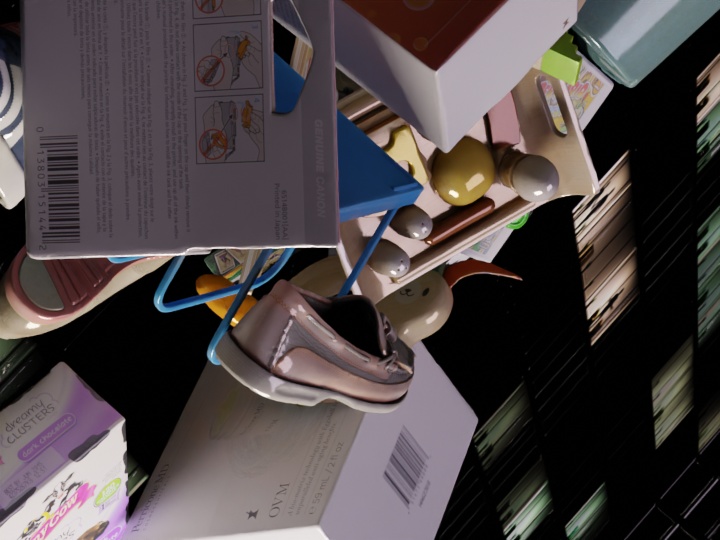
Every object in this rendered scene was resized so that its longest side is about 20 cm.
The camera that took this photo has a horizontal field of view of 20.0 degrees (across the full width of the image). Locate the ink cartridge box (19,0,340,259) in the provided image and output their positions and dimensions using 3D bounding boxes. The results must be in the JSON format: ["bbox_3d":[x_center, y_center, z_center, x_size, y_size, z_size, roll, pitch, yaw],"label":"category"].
[{"bbox_3d":[-0.091,-0.108,1.067,0.045,0.175,0.202,-5,94,-74],"label":"ink cartridge box"}]

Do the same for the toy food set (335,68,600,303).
[{"bbox_3d":[0.061,-0.070,1.396,0.199,0.060,0.144,-30,115,-17],"label":"toy food set"}]

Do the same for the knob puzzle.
[{"bbox_3d":[-0.061,-0.089,1.388,0.220,0.030,0.221,-167,-90,-89],"label":"knob puzzle"}]

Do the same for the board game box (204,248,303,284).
[{"bbox_3d":[-0.019,-0.052,1.514,0.199,0.024,0.105,-33,170,5],"label":"board game box"}]

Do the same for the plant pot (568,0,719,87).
[{"bbox_3d":[0.217,-0.259,1.541,0.196,0.200,0.200,-46,159,5],"label":"plant pot"}]

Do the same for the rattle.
[{"bbox_3d":[0.000,0.000,1.478,0.199,0.131,0.143,-23,120,13],"label":"rattle"}]

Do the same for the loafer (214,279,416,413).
[{"bbox_3d":[-0.010,0.042,1.210,0.063,0.072,0.200,-57,156,13],"label":"loafer"}]

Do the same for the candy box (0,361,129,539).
[{"bbox_3d":[-0.250,0.187,1.479,0.168,0.071,0.201,-40,156,-28],"label":"candy box"}]

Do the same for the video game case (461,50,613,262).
[{"bbox_3d":[0.118,-0.094,1.591,0.183,0.023,0.200,-55,160,6],"label":"video game case"}]

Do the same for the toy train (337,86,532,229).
[{"bbox_3d":[0.046,-0.080,1.442,0.199,0.042,0.057,17,106,-29],"label":"toy train"}]

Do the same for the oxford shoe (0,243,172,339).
[{"bbox_3d":[-0.168,-0.019,1.348,0.200,0.071,0.074,-32,177,-40],"label":"oxford shoe"}]

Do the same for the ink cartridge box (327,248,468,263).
[{"bbox_3d":[0.071,-0.077,1.675,0.200,0.084,0.145,-41,157,-28],"label":"ink cartridge box"}]

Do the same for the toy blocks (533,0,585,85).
[{"bbox_3d":[0.086,-0.226,1.363,0.137,0.199,0.100,-56,164,-29],"label":"toy blocks"}]

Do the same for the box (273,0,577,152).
[{"bbox_3d":[0.018,-0.190,1.233,0.124,0.200,0.098,-45,158,-14],"label":"box"}]

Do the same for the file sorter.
[{"bbox_3d":[-0.095,-0.058,1.230,0.138,0.200,0.123,-15,144,-55],"label":"file sorter"}]

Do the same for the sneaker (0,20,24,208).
[{"bbox_3d":[-0.203,-0.114,1.105,0.085,0.075,0.200,-52,165,-16],"label":"sneaker"}]

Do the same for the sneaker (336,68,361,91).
[{"bbox_3d":[0.045,-0.143,1.528,0.200,0.076,0.111,-53,150,-13],"label":"sneaker"}]

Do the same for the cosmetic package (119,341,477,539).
[{"bbox_3d":[-0.047,0.160,1.555,0.123,0.199,0.200,52,43,-30],"label":"cosmetic package"}]
